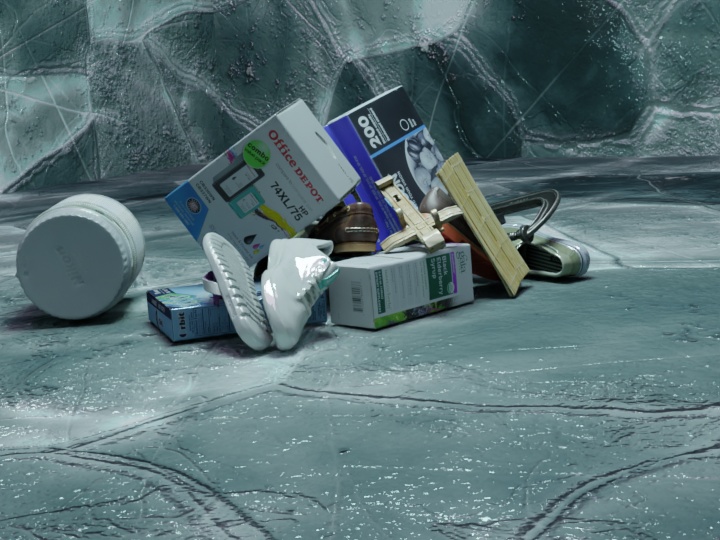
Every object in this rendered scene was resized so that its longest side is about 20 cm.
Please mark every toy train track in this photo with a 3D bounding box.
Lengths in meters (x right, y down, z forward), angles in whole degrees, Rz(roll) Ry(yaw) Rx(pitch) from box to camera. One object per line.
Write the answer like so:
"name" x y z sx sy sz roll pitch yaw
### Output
"toy train track" 0.061 -0.084 1.634 0.115 0.033 0.200 -27 34 -6

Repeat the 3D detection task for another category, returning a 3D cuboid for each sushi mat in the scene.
"sushi mat" 0.168 -0.065 1.685 0.012 0.200 0.096 -28 8 30

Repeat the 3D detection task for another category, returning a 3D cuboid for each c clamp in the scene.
"c clamp" 0.200 -0.054 1.819 0.200 0.027 0.171 -18 26 38

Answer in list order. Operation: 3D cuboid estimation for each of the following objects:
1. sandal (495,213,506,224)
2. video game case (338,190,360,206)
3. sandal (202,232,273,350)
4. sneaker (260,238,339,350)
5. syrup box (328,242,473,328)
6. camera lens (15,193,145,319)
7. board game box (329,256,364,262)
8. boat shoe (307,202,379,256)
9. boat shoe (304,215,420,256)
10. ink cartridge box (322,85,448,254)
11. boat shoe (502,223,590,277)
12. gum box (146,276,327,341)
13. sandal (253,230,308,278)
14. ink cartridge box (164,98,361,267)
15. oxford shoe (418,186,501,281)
"sandal" 0.137 -0.076 1.831 0.076 0.043 0.200 -23 14 -28
"video game case" -0.048 -0.113 1.889 0.200 0.182 0.023 -38 50 8
"sandal" -0.163 0.026 1.491 0.050 0.082 0.203 -38 41 11
"sneaker" -0.068 0.017 1.487 0.088 0.075 0.200 -9 35 7
"syrup box" 0.055 0.016 1.599 0.200 0.079 0.081 -13 12 -44
"camera lens" -0.391 -0.021 1.738 0.160 0.160 0.200 -4 10 -3
"board game box" 0.000 0.000 1.730 0.135 0.028 0.200 2 -3 28
"boat shoe" -0.024 -0.053 1.680 0.070 0.070 0.200 -2 -3 -23
"boat shoe" 0.012 -0.052 1.813 0.200 0.062 0.075 19 -14 -18
"ink cartridge box" 0.041 -0.150 1.798 0.043 0.198 0.200 -23 8 47
"boat shoe" 0.241 -0.029 1.812 0.062 0.072 0.200 -4 10 -44
"gum box" -0.164 0.046 1.608 0.200 0.045 0.170 -6 10 -19
"sandal" -0.084 -0.020 1.834 0.201 0.080 0.057 -42 -4 -43
"ink cartridge box" -0.129 -0.112 1.685 0.200 0.147 0.146 -35 6 19
"oxford shoe" 0.158 -0.046 1.715 0.071 0.073 0.200 -3 -30 48
